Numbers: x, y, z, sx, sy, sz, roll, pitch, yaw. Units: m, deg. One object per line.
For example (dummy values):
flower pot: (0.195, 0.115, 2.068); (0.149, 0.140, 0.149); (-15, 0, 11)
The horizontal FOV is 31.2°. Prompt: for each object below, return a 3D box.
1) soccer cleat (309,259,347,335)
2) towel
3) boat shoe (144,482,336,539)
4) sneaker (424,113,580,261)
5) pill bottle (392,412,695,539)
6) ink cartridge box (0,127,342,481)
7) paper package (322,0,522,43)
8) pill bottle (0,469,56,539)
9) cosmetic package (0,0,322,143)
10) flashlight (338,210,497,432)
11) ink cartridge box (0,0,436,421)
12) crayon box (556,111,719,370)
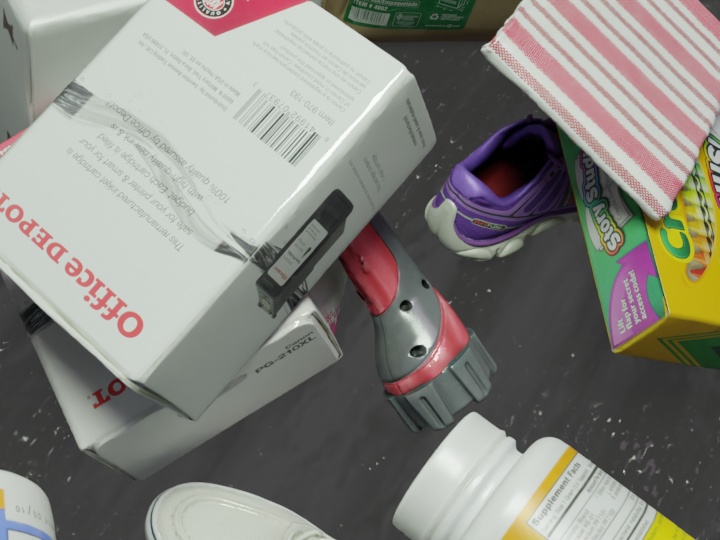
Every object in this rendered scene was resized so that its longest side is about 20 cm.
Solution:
soccer cleat: (-0.035, -0.027, 0.806); (0.069, 0.087, 0.201); (14, 54, -2)
towel: (0.160, -0.133, 0.797); (0.146, 0.030, 0.200); (42, 48, -7)
boat shoe: (-0.025, 0.166, 0.685); (0.199, 0.070, 0.071); (31, 55, 9)
sneaker: (0.135, -0.074, 0.879); (0.199, 0.084, 0.081); (-30, 67, -29)
pill bottle: (0.118, 0.166, 0.692); (0.199, 0.110, 0.109); (36, 56, 13)
ink cartridge box: (-0.122, -0.003, 0.744); (0.144, 0.084, 0.201); (-31, 65, -1)
paper package: (0.061, -0.272, 0.988); (0.198, 0.104, 0.192); (-2, 56, -15)
pill bottle: (-0.189, 0.204, 0.596); (0.111, 0.112, 0.201); (-6, 56, -16)
cosmetic package: (-0.151, -0.175, 0.835); (0.199, 0.165, 0.166); (-19, 61, -25)
flashlight: (0.000, 0.000, 0.752); (0.068, 0.068, 0.200); (-37, 104, 1)
ink cartridge box: (-0.082, -0.047, 0.659); (0.145, 0.083, 0.200); (38, 83, 23)
crayon box: (0.219, -0.038, 0.833); (0.171, 0.058, 0.201); (11, 56, -33)
